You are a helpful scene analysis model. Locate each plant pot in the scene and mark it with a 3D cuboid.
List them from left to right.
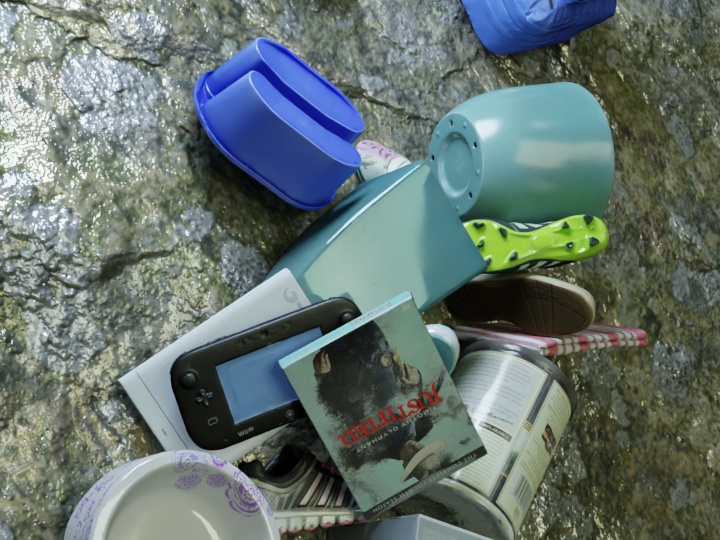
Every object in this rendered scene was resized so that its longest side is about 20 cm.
[{"bbox_3d":[0.000,0.000,1.401,0.200,0.141,0.141,-36,100,-28],"label":"plant pot"},{"bbox_3d":[0.179,-0.128,1.545,0.161,0.201,0.201,-2,78,-28],"label":"plant pot"}]

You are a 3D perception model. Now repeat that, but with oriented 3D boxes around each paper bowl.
[{"bbox_3d":[-0.180,0.271,1.192,0.200,0.104,0.201,10,71,-33],"label":"paper bowl"}]

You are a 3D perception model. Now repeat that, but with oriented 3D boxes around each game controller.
[{"bbox_3d":[-0.083,0.100,1.258,0.200,0.042,0.104,-20,97,-13],"label":"game controller"}]

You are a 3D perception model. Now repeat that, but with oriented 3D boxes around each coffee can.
[{"bbox_3d":[0.139,0.199,1.443,0.146,0.146,0.200,46,54,-19],"label":"coffee can"}]

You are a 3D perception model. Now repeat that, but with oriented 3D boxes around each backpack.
[{"bbox_3d":[0.232,-0.382,1.676,0.200,0.168,0.163,-21,84,-36],"label":"backpack"}]

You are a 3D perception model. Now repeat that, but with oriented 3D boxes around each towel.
[{"bbox_3d":[0.229,0.083,1.553,0.200,0.146,0.030,-2,96,-39],"label":"towel"}]

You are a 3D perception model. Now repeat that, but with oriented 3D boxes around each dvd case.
[{"bbox_3d":[0.026,0.137,1.276,0.146,0.022,0.200,-28,115,-4],"label":"dvd case"}]

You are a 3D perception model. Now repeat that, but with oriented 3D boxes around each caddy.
[{"bbox_3d":[-0.089,-0.152,1.394,0.200,0.105,0.141,36,35,-25],"label":"caddy"}]

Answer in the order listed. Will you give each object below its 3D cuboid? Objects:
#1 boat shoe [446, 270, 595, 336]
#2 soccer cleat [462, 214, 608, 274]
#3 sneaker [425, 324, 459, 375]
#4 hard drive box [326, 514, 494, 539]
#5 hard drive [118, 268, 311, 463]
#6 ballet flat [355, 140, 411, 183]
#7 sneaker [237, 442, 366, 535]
[{"bbox_3d":[0.195,0.030,1.506,0.065,0.200,0.072,-27,111,-43],"label":"boat shoe"},{"bbox_3d":[0.184,-0.024,1.482,0.200,0.081,0.068,-5,72,3],"label":"soccer cleat"},{"bbox_3d":[0.047,0.088,1.378,0.080,0.200,0.131,43,42,-9],"label":"sneaker"},{"bbox_3d":[0.082,0.325,1.356,0.200,0.156,0.077,26,61,-32],"label":"hard drive box"},{"bbox_3d":[-0.120,0.108,1.283,0.200,0.027,0.132,-34,100,-12],"label":"hard drive"},{"bbox_3d":[0.065,-0.072,1.511,0.069,0.071,0.200,-33,98,-41],"label":"ballet flat"},{"bbox_3d":[-0.049,0.220,1.333,0.200,0.074,0.088,-3,85,-34],"label":"sneaker"}]
